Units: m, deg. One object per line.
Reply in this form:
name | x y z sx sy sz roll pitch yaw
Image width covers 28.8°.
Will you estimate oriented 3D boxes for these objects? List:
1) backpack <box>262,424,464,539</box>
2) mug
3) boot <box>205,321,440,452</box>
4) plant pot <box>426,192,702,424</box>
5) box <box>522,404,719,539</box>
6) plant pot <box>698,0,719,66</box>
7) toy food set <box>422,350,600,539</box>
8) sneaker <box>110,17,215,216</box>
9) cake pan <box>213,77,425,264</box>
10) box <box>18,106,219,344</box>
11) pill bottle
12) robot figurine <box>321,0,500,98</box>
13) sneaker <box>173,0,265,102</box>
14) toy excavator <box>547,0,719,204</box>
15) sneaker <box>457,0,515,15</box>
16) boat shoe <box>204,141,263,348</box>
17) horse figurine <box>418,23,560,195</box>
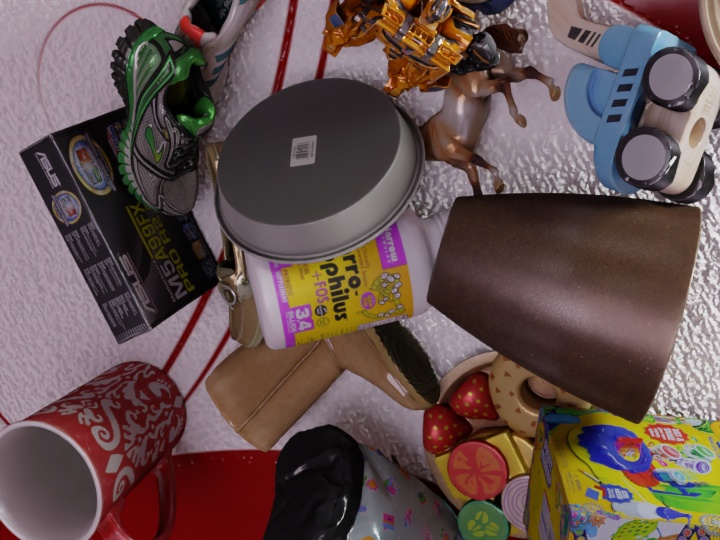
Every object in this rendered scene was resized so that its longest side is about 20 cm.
backpack | 0.007 0.257 1.337 0.126 0.168 0.200 -17 134 38
mug | -0.262 0.196 1.416 0.132 0.200 0.179 -15 101 24
boot | -0.038 0.114 1.379 0.200 0.066 0.176 -44 75 26
plant pot | 0.162 0.010 1.176 0.198 0.187 0.188 17 112 5
box | 0.249 0.218 1.191 0.191 0.200 0.123 5 109 -2
plant pot | 0.369 -0.223 1.091 0.199 0.093 0.203 7 110 19
toy food set | 0.152 0.170 1.327 0.199 0.049 0.199 -25 96 26
sneaker | -0.175 -0.126 1.283 0.085 0.078 0.201 27 141 27
cake pan | -0.042 -0.096 1.245 0.198 0.202 0.037 2 144 21
box | -0.224 -0.049 1.344 0.044 0.160 0.201 -24 96 25
pill bottle | 0.000 0.000 1.270 0.198 0.104 0.105 -14 103 -6
robot figurine | 0.035 -0.196 1.169 0.144 0.200 0.059 32 84 -12
sneaker | -0.153 -0.214 1.300 0.070 0.093 0.200 37 116 7
toy excavator | 0.206 -0.170 1.141 0.199 0.100 0.196 24 99 34
sneaker | 0.038 -0.278 1.184 0.198 0.115 0.081 16 93 13
boat shoe | -0.120 -0.024 1.348 0.063 0.073 0.203 -3 107 -20
horse figurine | 0.102 -0.137 1.234 0.133 0.050 0.201 47 129 38
